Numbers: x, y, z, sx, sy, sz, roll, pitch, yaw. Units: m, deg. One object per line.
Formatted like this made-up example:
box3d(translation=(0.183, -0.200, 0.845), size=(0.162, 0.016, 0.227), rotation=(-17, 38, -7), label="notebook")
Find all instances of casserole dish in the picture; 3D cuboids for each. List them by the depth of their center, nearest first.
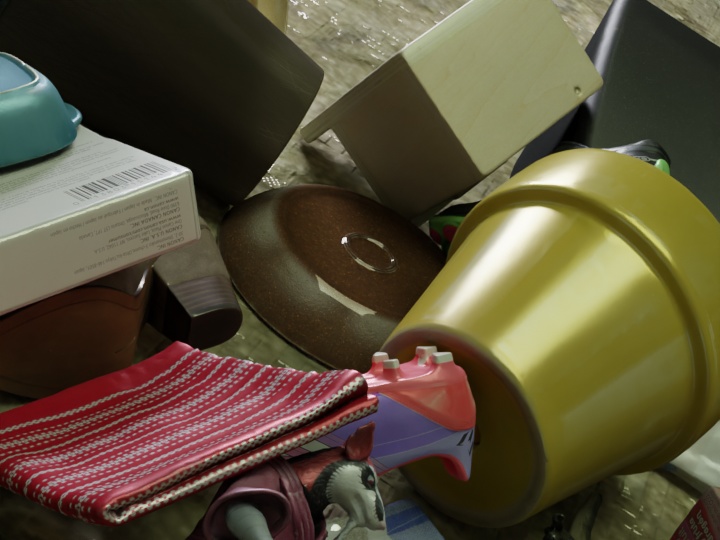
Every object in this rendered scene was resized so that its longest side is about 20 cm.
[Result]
box3d(translation=(-0.253, -0.082, 0.940), size=(0.198, 0.039, 0.121), rotation=(-18, 27, -25), label="casserole dish")

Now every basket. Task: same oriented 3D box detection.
box3d(translation=(-0.134, -0.146, 1.132), size=(0.199, 0.180, 0.137), rotation=(34, 51, -11), label="basket")

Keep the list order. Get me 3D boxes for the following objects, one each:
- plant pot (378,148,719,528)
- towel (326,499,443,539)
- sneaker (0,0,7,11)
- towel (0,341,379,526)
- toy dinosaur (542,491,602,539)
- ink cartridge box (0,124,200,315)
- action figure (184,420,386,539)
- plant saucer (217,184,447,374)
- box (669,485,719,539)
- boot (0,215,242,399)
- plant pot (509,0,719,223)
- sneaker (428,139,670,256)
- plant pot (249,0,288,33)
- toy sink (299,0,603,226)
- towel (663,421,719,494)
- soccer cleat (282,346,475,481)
box3d(translation=(0.110, 0.053, 1.022), size=(0.200, 0.202, 0.188), rotation=(40, 46, 18), label="plant pot")
box3d(translation=(0.001, 0.185, 0.852), size=(0.199, 0.024, 0.147), rotation=(-4, 45, -47), label="towel")
box3d(translation=(-0.266, -0.293, 1.194), size=(0.145, 0.204, 0.077), rotation=(19, 7, -13), label="sneaker")
box3d(translation=(-0.098, 0.072, 0.790), size=(0.144, 0.023, 0.199), rotation=(-22, 13, -28), label="towel")
box3d(translation=(0.136, 0.189, 0.965), size=(0.088, 0.047, 0.201), rotation=(30, 24, -33), label="toy dinosaur")
box3d(translation=(-0.215, -0.027, 0.912), size=(0.199, 0.045, 0.175), rotation=(-22, 29, -32), label="ink cartridge box")
box3d(translation=(-0.061, 0.141, 0.739), size=(0.148, 0.135, 0.200), rotation=(26, 65, 33), label="action figure")
box3d(translation=(0.000, 0.000, 1.144), size=(0.199, 0.037, 0.201), rotation=(23, 29, -13), label="plant saucer")
box3d(translation=(0.248, 0.229, 0.952), size=(0.099, 0.096, 0.201), rotation=(15, 32, -27), label="box")
box3d(translation=(-0.166, 0.000, 0.968), size=(0.198, 0.071, 0.146), rotation=(-4, 35, -41), label="boot")
box3d(translation=(0.215, -0.053, 1.281), size=(0.198, 0.201, 0.178), rotation=(32, 38, 3), label="plant pot")
box3d(translation=(0.133, -0.039, 1.156), size=(0.077, 0.199, 0.084), rotation=(54, 47, -25), label="sneaker")
box3d(translation=(-0.122, -0.231, 1.289), size=(0.199, 0.027, 0.203), rotation=(18, 69, -57), label="plant pot")
box3d(translation=(0.063, -0.115, 1.240), size=(0.130, 0.200, 0.113), rotation=(-37, 94, -27), label="toy sink")
box3d(translation=(0.213, 0.054, 1.164), size=(0.199, 0.148, 0.024), rotation=(32, -6, 7), label="towel")
box3d(translation=(-0.033, 0.092, 0.908), size=(0.197, 0.077, 0.067), rotation=(-9, 4, -12), label="soccer cleat")
